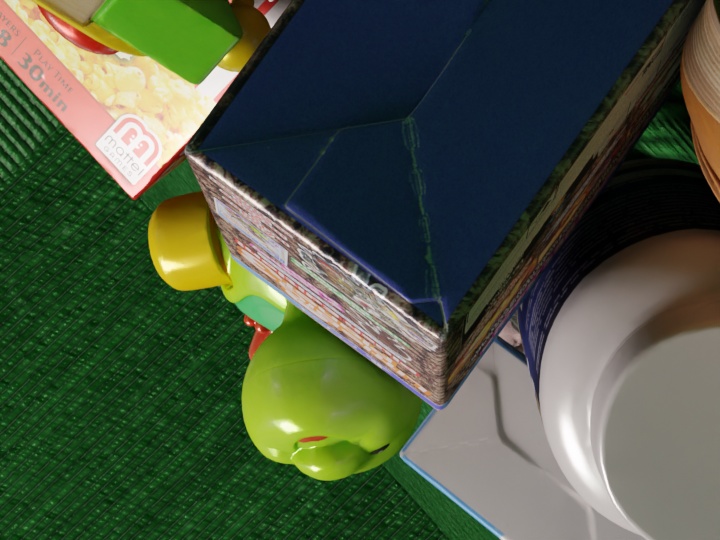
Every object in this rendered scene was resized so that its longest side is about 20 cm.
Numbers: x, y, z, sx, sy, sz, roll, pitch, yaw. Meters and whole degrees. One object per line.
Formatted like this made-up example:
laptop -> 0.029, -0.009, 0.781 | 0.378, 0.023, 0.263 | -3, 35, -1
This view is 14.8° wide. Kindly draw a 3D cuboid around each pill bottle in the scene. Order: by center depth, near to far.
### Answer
pill bottle -> 0.115, 0.032, 0.989 | 0.111, 0.111, 0.200 | 48, -171, -10

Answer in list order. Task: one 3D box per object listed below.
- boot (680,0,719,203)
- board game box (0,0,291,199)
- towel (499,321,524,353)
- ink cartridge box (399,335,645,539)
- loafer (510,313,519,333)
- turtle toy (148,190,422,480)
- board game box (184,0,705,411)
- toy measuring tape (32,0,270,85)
boot -> 0.170, -0.002, 0.846 | 0.201, 0.073, 0.155 | 57, 175, 16
board game box -> -0.070, -0.146, 1.026 | 0.152, 0.200, 0.046 | 46, -145, 0
towel -> 0.054, -0.018, 1.320 | 0.200, 0.032, 0.191 | 44, -164, 30
ink cartridge box -> 0.111, 0.107, 1.188 | 0.115, 0.068, 0.200 | 38, 180, 28
loafer -> 0.131, 0.026, 1.221 | 0.200, 0.070, 0.069 | 36, -134, -47
turtle toy -> 0.000, 0.000, 1.072 | 0.200, 0.145, 0.102 | -63, -42, -56
board game box -> 0.034, -0.055, 0.903 | 0.097, 0.160, 0.200 | 35, 173, 6
toy measuring tape -> -0.112, -0.130, 0.962 | 0.199, 0.074, 0.074 | 31, 179, -23
